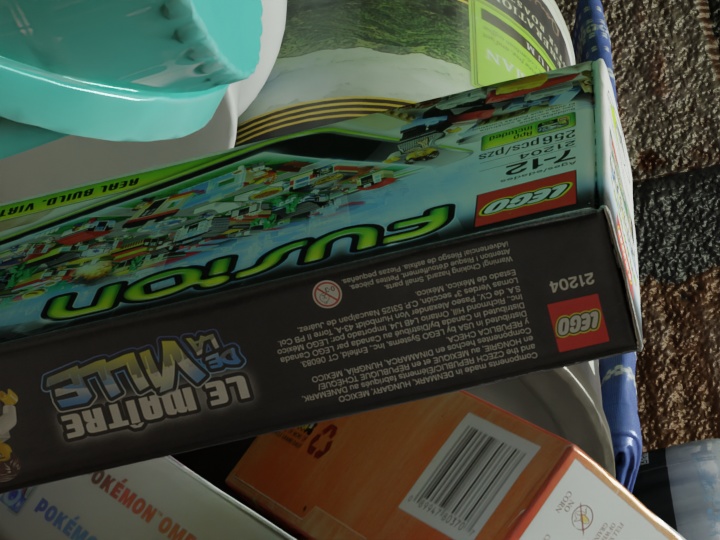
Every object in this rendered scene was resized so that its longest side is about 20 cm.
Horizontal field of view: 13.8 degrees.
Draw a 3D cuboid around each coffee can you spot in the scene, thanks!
[{"bbox_3d":[0.000,0.000,0.922,0.201,0.145,0.147,-90,165,-51],"label":"coffee can"}]

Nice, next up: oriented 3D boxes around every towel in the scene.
[{"bbox_3d":[0.070,0.025,1.013,0.145,0.024,0.201,100,-7,-48],"label":"towel"}]

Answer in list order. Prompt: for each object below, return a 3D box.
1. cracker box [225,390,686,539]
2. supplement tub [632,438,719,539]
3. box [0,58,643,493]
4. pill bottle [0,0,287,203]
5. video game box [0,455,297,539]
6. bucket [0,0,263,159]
[{"bbox_3d":[0.073,0.105,0.789,0.200,0.058,0.134,41,-8,-28],"label":"cracker box"},{"bbox_3d":[0.065,0.144,1.159,0.123,0.199,0.123,-13,90,-82],"label":"supplement tub"},{"bbox_3d":[-0.035,0.005,0.686,0.110,0.199,0.035,-81,157,-69],"label":"box"},{"bbox_3d":[-0.077,-0.100,0.882,0.201,0.111,0.113,-91,166,-53],"label":"pill bottle"},{"bbox_3d":[-0.003,0.107,0.749,0.200,0.047,0.182,41,-6,-37],"label":"video game box"},{"bbox_3d":[-0.106,-0.108,0.608,0.207,0.134,0.209,-13,90,-82],"label":"bucket"}]
